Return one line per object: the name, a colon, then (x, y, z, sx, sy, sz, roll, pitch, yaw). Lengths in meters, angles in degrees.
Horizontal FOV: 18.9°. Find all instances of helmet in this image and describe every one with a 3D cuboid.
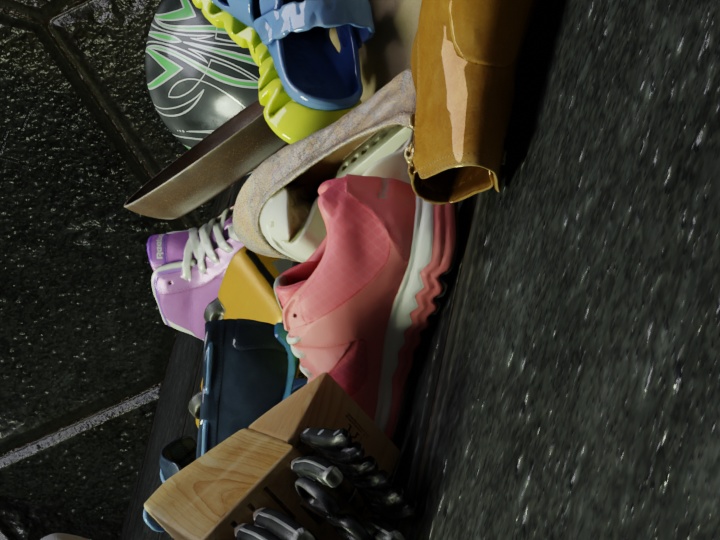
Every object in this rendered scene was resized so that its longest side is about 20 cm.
helmet: (-0.076, -0.166, 1.750, 0.191, 0.199, 0.201, -12, -62, -79)

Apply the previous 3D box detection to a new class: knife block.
knife block: (-0.054, 0.140, 1.104, 0.200, 0.064, 0.176, -35, 14, 33)

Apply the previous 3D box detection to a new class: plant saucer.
plant saucer: (-0.079, -0.094, 1.536, 0.200, 0.032, 0.200, -36, 7, 5)

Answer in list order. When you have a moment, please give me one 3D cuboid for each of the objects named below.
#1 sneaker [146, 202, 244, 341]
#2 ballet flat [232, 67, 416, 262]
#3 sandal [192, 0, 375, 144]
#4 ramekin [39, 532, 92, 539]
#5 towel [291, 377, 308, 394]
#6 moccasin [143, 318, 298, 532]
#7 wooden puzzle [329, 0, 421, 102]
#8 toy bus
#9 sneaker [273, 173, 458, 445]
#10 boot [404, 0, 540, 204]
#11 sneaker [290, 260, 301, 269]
sneaker: (-0.091, -0.020, 1.524, 0.073, 0.114, 0.201, -82, 10, -50)
ballet flat: (-0.012, -0.045, 1.208, 0.200, 0.068, 0.068, -40, 28, 41)
sandal: (-0.043, -0.164, 1.306, 0.200, 0.079, 0.087, 55, 140, 38)
ramekin: (-0.101, 0.212, 1.130, 0.200, 0.199, 0.098, 169, 123, -82)
towel: (-0.036, 0.125, 1.359, 0.200, 0.048, 0.112, 169, 115, -83)
moccasin: (-0.092, 0.119, 1.339, 0.081, 0.068, 0.201, -102, 27, -75)
wooden puzzle: (0.028, -0.156, 1.272, 0.186, 0.037, 0.201, 111, 147, -44)
toy bus: (-0.063, 0.060, 1.485, 0.065, 0.078, 0.201, 50, 149, 27)
sneaker: (-0.010, 0.032, 1.179, 0.074, 0.086, 0.201, -89, 14, -64)
boot: (0.064, -0.118, 1.026, 0.201, 0.070, 0.145, 114, 162, -70)
sneaker: (0.000, 0.000, 1.314, 0.201, 0.075, 0.077, -88, -18, -46)
